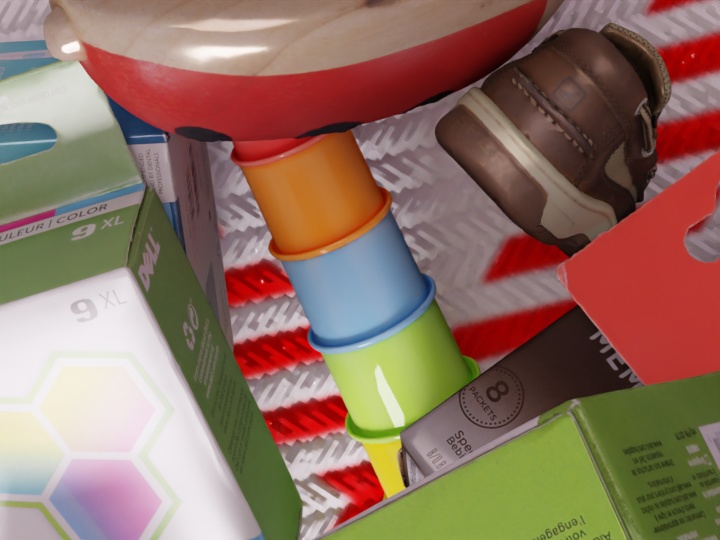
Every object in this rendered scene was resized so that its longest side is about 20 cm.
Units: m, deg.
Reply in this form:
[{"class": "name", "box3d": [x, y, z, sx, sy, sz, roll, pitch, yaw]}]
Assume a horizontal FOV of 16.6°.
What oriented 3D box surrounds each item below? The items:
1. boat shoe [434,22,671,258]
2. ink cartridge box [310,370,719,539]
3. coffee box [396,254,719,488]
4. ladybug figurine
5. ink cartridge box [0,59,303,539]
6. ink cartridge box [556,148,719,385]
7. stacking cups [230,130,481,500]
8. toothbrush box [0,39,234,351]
[{"class": "boat shoe", "box3d": [0.083, -0.048, 0.885, 0.075, 0.202, 0.075, 45, 96, 4]}, {"class": "ink cartridge box", "box3d": [0.026, 0.111, 0.764, 0.199, 0.148, 0.076, -31, 78, 23]}, {"class": "coffee box", "box3d": [0.115, 0.113, 0.866, 0.114, 0.080, 0.200, -33, 73, -8]}, {"class": "ladybug figurine", "box3d": [-0.012, -0.094, 0.831, 0.199, 0.136, 0.072, -16, 123, -20]}, {"class": "ink cartridge box", "box3d": [-0.104, 0.036, 0.860, 0.103, 0.059, 0.201, -16, 119, 14]}, {"class": "ink cartridge box", "box3d": [0.190, 0.026, 0.836, 0.162, 0.050, 0.200, -34, 78, -25]}, {"class": "stacking cups", "box3d": [0.000, 0.000, 0.924, 0.060, 0.061, 0.201, -20, 113, 7]}, {"class": "toothbrush box", "box3d": [-0.155, -0.002, 0.926, 0.199, 0.085, 0.147, -1, 121, 5]}]
